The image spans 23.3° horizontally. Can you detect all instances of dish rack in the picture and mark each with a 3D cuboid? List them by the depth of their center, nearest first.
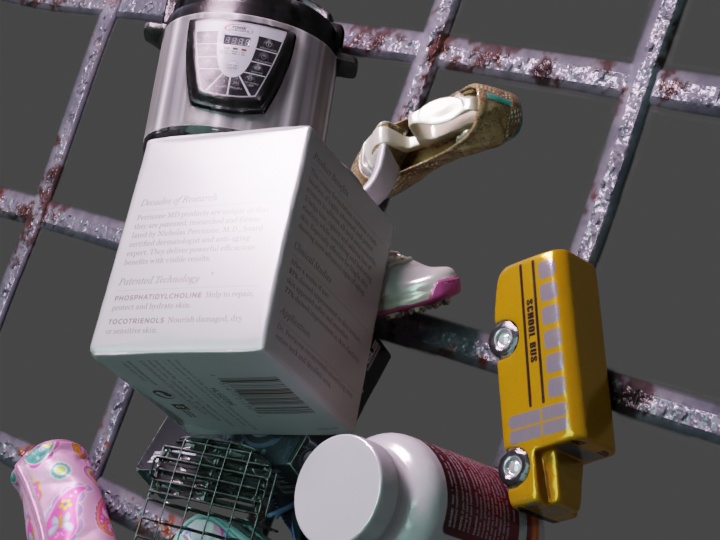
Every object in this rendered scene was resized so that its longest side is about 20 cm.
[{"bbox_3d":[-0.134,0.241,1.457,0.152,0.054,0.202,6,75,40],"label":"dish rack"}]

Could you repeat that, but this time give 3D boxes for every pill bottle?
[{"bbox_3d":[0.045,0.190,1.342,0.112,0.199,0.114,-18,61,35],"label":"pill bottle"}]

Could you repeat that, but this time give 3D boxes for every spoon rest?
[{"bbox_3d":[-0.066,-0.068,1.551,0.198,0.100,0.061,-7,56,19],"label":"spoon rest"}]

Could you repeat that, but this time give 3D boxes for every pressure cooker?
[{"bbox_3d":[-0.111,-0.179,1.655,0.178,0.175,0.202,-6,67,44],"label":"pressure cooker"}]

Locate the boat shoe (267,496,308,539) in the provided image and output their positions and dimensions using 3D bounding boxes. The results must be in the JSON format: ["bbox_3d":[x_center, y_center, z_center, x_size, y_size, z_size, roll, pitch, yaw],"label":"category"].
[{"bbox_3d":[-0.025,0.207,1.489,0.199,0.068,0.085,31,94,45],"label":"boat shoe"}]

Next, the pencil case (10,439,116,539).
[{"bbox_3d":[-0.281,0.262,1.687,0.087,0.087,0.201,-41,49,22],"label":"pencil case"}]

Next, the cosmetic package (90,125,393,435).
[{"bbox_3d":[-0.091,0.013,1.438,0.165,0.167,0.202,-3,60,28],"label":"cosmetic package"}]

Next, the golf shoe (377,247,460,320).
[{"bbox_3d":[0.000,0.000,1.535,0.199,0.075,0.092,-5,94,39],"label":"golf shoe"}]

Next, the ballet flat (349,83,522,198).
[{"bbox_3d":[0.051,-0.119,1.560,0.199,0.065,0.071,-26,54,32],"label":"ballet flat"}]

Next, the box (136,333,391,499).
[{"bbox_3d":[-0.087,0.127,1.549,0.199,0.044,0.161,-7,41,42],"label":"box"}]

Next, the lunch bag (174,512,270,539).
[{"bbox_3d":[-0.106,0.304,1.505,0.199,0.077,0.162,24,90,43],"label":"lunch bag"}]

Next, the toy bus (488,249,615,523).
[{"bbox_3d":[0.153,0.092,1.382,0.078,0.065,0.202,-20,60,33],"label":"toy bus"}]
